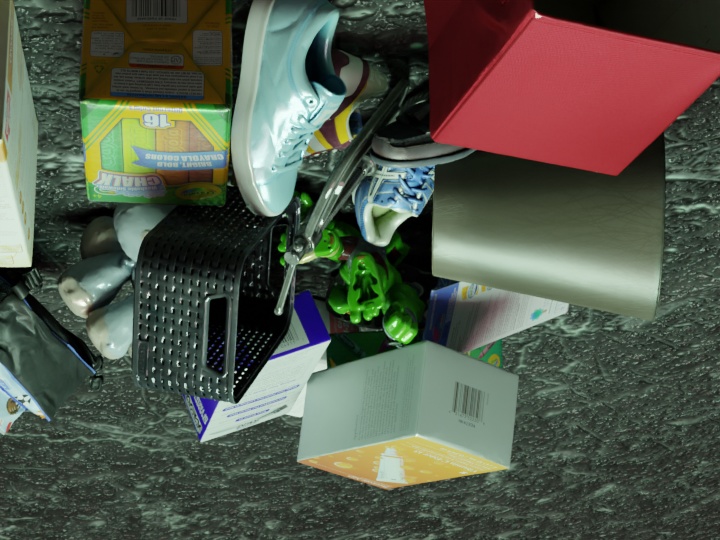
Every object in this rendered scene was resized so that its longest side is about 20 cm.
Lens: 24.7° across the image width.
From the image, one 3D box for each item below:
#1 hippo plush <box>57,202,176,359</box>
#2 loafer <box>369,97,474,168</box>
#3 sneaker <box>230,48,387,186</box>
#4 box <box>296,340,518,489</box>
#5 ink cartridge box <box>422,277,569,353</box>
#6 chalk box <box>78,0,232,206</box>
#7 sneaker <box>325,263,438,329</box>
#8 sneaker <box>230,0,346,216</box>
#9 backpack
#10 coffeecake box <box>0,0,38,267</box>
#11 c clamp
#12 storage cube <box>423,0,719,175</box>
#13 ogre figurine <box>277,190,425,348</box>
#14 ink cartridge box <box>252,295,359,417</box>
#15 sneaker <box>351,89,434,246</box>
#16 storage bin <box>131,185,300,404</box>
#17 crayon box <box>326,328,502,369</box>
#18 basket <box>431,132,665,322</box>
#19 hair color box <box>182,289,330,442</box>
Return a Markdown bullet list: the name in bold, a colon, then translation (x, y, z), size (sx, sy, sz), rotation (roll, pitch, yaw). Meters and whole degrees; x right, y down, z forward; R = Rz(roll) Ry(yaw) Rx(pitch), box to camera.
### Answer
- **hippo plush**: translation (-0.183, 0.000, 1.602), size (0.198, 0.161, 0.161), rotation (11, 149, -22)
- **loafer**: translation (0.093, -0.142, 1.423), size (0.198, 0.072, 0.064), rotation (-18, 121, -27)
- **sneaker**: translation (-0.050, -0.124, 1.478), size (0.089, 0.076, 0.200), rotation (16, 147, -20)
- **box**: translation (0.045, 0.149, 1.649), size (0.124, 0.099, 0.199), rotation (21, 156, -32)
- **ink cartridge box**: translation (0.138, 0.022, 1.686), size (0.199, 0.042, 0.120), rotation (-22, 141, -28)
- **chalk box**: translation (-0.172, -0.134, 1.395), size (0.123, 0.125, 0.201), rotation (0, 151, -5)
- **sneaker**: translation (0.060, 0.039, 1.785), size (0.198, 0.079, 0.090), rotation (-1, 157, -2)
- **sneaker**: translation (-0.055, -0.132, 1.355), size (0.081, 0.074, 0.202), rotation (18, 119, 26)
- **backpack**: translation (-0.380, 0.057, 1.652), size (0.154, 0.190, 0.201), rotation (-40, 142, -13)
- **coffeecake box**: translation (-0.319, -0.118, 1.379), size (0.072, 0.155, 0.201), rotation (-1, 151, -5)
- **c clamp**: translation (-0.016, -0.079, 1.454), size (0.027, 0.200, 0.172), rotation (30, 138, 6)
- **storage cube**: translation (0.158, -0.201, 1.259), size (0.198, 0.173, 0.180), rotation (8, 151, -20)
- **ogre figurine**: translation (0.000, 0.000, 1.627), size (0.199, 0.099, 0.120), rotation (26, -177, 25)
- **ink cartridge box**: translation (-0.119, 0.087, 1.844), size (0.198, 0.086, 0.145), rotation (13, 147, -31)
- **sneaker**: translation (0.052, -0.096, 1.536), size (0.075, 0.078, 0.200), rotation (10, 146, -20)
- **storage bin**: translation (-0.123, 0.015, 1.435), size (0.093, 0.200, 0.137), rotation (9, 111, 11)
- **crayon box**: translation (0.062, 0.095, 1.811), size (0.118, 0.059, 0.199), rotation (-4, 176, 30)
- **basket**: translation (0.163, -0.050, 1.455), size (0.198, 0.183, 0.136), rotation (3, 177, 4)
- **hair color box**: translation (-0.109, 0.099, 1.675), size (0.108, 0.065, 0.200), rotation (-17, 158, -23)
